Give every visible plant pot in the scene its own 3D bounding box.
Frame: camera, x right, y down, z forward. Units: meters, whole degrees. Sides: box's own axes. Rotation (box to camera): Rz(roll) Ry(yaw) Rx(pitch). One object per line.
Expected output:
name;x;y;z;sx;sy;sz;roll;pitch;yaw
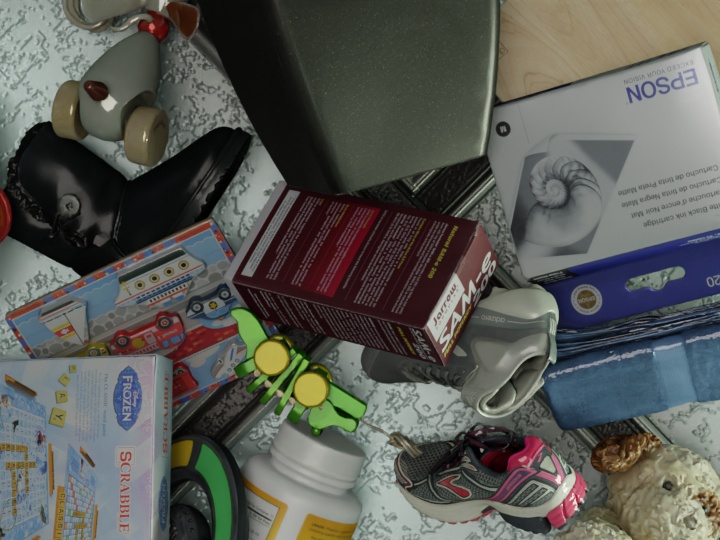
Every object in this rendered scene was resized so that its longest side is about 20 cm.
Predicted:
plant pot;0.001;-0.164;1.655;0.199;0.200;0.178;-15;102;-18

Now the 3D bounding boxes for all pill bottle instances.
pill bottle;-0.069;0.231;1.741;0.109;0.109;0.201;24;96;6

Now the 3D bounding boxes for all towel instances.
towel;0.249;0.075;1.701;0.199;0.112;0.049;-13;54;7

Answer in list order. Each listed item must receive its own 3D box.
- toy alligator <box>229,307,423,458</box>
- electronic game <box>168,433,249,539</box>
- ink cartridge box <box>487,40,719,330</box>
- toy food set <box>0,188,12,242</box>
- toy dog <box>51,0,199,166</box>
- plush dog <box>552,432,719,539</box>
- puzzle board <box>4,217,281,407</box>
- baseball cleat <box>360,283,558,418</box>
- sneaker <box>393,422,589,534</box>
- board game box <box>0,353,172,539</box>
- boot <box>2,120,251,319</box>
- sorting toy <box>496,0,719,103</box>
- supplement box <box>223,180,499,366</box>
toy alligator;-0.041;0.109;1.711;0.200;0.059;0.054;39;96;0
electronic game;-0.156;0.236;1.727;0.041;0.200;0.201;20;97;-34
ink cartridge box;0.212;-0.060;1.647;0.199;0.041;0.201;-16;97;23
toy food set;-0.382;-0.060;1.773;0.197;0.049;0.201;-17;79;33
toy dog;-0.195;-0.188;1.712;0.131;0.096;0.201;-4;68;5
plush dog;0.242;0.228;1.705;0.200;0.160;0.172;33;79;-14
puzzle board;-0.181;0.056;1.756;0.199;0.017;0.151;-25;121;7
baseball cleat;0.075;0.077;1.692;0.200;0.070;0.107;-25;50;39
sneaker;0.099;0.159;1.690;0.075;0.200;0.081;52;58;-26
board game box;-0.255;0.173;1.712;0.198;0.041;0.201;-2;80;16
boot;-0.211;-0.079;1.761;0.168;0.076;0.200;36;102;1
sorting toy;0.220;-0.173;1.706;0.199;0.070;0.200;-40;87;7
supplement box;0.000;0.000;1.688;0.199;0.061;0.109;14;62;32
